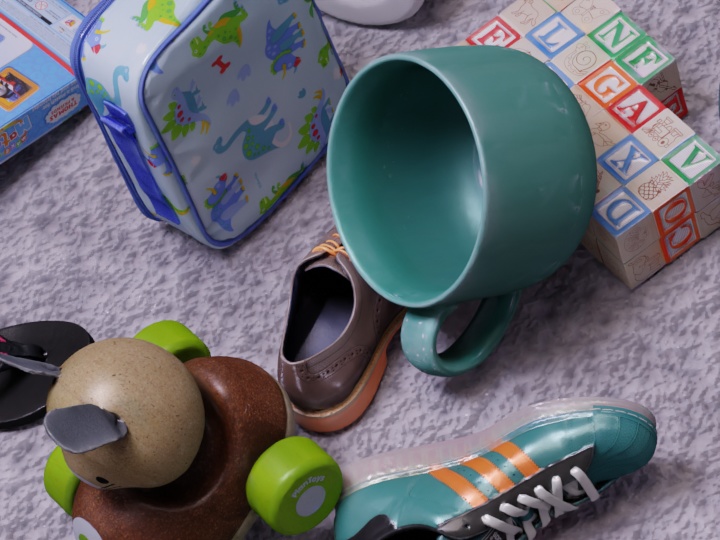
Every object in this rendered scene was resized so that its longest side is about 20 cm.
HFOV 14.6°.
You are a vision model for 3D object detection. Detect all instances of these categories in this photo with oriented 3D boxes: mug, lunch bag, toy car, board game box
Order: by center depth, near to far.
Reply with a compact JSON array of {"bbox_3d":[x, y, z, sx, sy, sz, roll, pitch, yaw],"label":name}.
[{"bbox_3d":[-0.141,0.102,1.625,0.164,0.200,0.158,39,95,38],"label":"toy car"},{"bbox_3d":[0.064,-0.048,1.707,0.114,0.185,0.152,-10,49,-37],"label":"mug"},{"bbox_3d":[-0.096,-0.120,1.792,0.082,0.200,0.161,27,67,32],"label":"lunch bag"},{"bbox_3d":[-0.282,-0.130,1.928,0.200,0.037,0.151,-36,57,-28],"label":"board game box"}]

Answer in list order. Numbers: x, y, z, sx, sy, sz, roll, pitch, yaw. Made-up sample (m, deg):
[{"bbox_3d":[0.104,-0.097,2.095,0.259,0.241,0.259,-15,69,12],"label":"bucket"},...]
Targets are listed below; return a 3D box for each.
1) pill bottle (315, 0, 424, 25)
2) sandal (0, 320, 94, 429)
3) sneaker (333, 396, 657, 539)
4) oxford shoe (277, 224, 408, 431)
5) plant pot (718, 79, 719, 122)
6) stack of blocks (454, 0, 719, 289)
[{"bbox_3d":[0.023,-0.277,1.926,0.114,0.114,0.200,10,58,24],"label":"pill bottle"},{"bbox_3d":[-0.269,0.062,1.811,0.200,0.045,0.075,-4,53,15],"label":"sandal"},{"bbox_3d":[0.081,0.136,1.634,0.200,0.071,0.080,-18,52,14],"label":"sneaker"},{"bbox_3d":[0.000,0.000,1.753,0.071,0.073,0.200,5,56,22],"label":"oxford shoe"},{"bbox_3d":[0.293,-0.101,1.683,0.200,0.200,0.135,-43,16,-15],"label":"plant pot"},{"bbox_3d":[0.151,-0.093,1.784,0.115,0.059,0.200,-36,52,-10],"label":"stack of blocks"}]
